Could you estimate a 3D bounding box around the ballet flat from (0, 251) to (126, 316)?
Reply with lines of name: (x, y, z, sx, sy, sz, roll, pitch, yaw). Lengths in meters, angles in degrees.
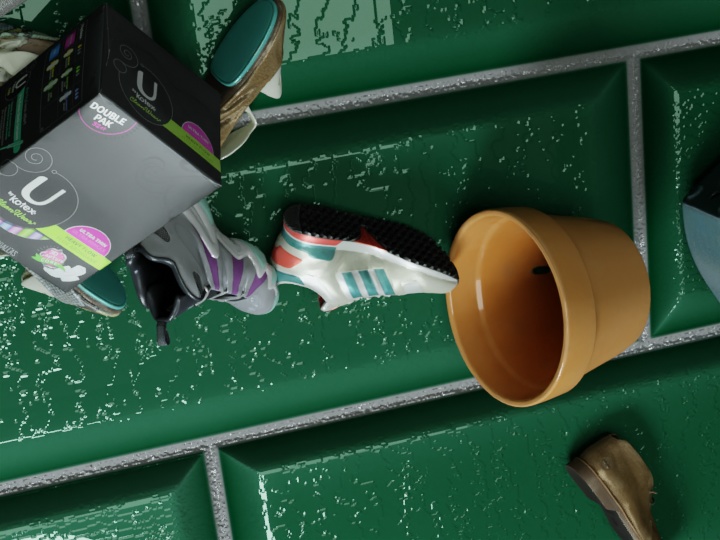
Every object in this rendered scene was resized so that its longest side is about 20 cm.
ballet flat: (-0.309, -0.022, 1.351, 0.072, 0.072, 0.200, -42, 114, 1)

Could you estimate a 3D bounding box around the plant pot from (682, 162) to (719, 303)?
plant pot: (0.455, -0.035, 1.497, 0.196, 0.196, 0.200, -44, 106, 2)

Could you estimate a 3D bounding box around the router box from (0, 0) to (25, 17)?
router box: (-0.340, -0.304, 1.242, 0.200, 0.052, 0.158, -34, 115, -3)

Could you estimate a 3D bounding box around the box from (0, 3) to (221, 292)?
box: (-0.240, -0.103, 1.247, 0.200, 0.125, 0.148, -32, 132, 25)

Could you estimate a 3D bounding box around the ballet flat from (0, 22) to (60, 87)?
ballet flat: (-0.260, -0.178, 1.301, 0.199, 0.074, 0.075, 6, 107, -18)

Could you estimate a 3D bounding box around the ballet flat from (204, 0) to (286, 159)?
ballet flat: (-0.119, -0.164, 1.355, 0.072, 0.068, 0.200, 28, 99, -43)

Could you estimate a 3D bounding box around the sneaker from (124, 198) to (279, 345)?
sneaker: (-0.158, 0.019, 1.345, 0.078, 0.140, 0.200, -14, 136, 34)

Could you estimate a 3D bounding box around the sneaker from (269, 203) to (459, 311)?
sneaker: (0.000, 0.000, 1.448, 0.199, 0.070, 0.094, 14, 122, -22)

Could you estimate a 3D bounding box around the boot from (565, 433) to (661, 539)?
boot: (0.318, 0.272, 1.626, 0.075, 0.074, 0.200, -41, 112, -11)

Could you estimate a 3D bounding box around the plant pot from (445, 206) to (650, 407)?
plant pot: (0.199, 0.027, 1.448, 0.140, 0.200, 0.201, -11, 112, -29)
